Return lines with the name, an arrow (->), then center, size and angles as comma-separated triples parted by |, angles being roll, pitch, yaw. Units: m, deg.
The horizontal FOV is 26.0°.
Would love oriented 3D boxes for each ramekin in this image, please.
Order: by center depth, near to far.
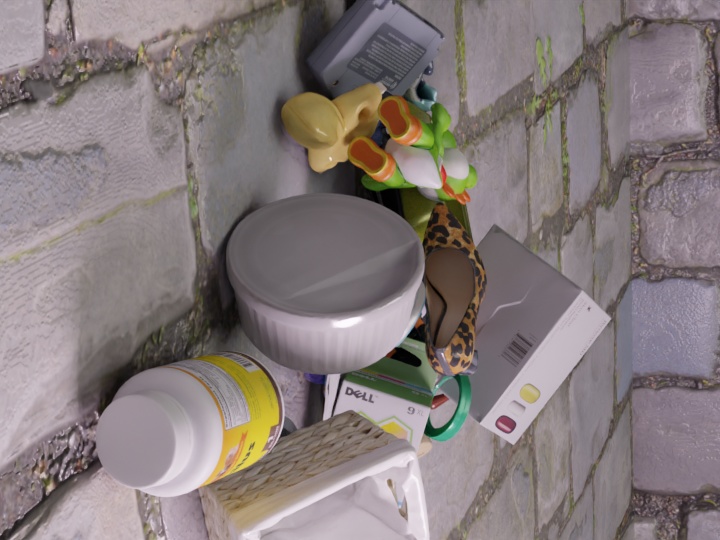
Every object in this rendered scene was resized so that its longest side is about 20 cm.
ramekin -> -0.036, 0.018, 1.562 | 0.203, 0.200, 0.095 | -62, 159, -50

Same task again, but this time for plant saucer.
plant saucer -> 0.093, -0.093, 1.918 | 0.200, 0.047, 0.202 | 56, 22, -55

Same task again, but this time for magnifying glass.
magnifying glass -> 0.104, 0.104, 1.840 | 0.022, 0.079, 0.202 | 22, 60, -32

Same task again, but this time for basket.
basket -> -0.049, 0.238, 1.520 | 0.198, 0.123, 0.137 | -22, 120, -24

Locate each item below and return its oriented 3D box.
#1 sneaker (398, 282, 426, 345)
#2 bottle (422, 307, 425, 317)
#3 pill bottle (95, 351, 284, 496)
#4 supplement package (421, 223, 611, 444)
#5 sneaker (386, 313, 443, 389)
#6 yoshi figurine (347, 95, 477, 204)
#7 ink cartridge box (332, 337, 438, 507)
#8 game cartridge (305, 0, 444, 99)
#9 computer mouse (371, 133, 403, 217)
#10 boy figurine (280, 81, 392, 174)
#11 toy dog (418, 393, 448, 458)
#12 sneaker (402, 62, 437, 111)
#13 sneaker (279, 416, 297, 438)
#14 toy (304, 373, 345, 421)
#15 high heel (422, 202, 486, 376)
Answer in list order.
sneaker -> 0.000, 0.000, 1.728 | 0.080, 0.130, 0.201 | -53, -161, 20
bottle -> 0.089, 0.010, 2.076 | 0.201, 0.065, 0.084 | 71, 30, -46
pill bottle -> -0.150, 0.134, 1.367 | 0.200, 0.108, 0.111 | -10, 101, -69
supplement package -> 0.175, 0.079, 1.904 | 0.201, 0.155, 0.111 | -53, 147, 2
sneaker -> 0.039, 0.067, 1.847 | 0.090, 0.070, 0.201 | 38, 14, -32
yoshi figurine -> 0.060, -0.136, 1.761 | 0.199, 0.111, 0.113 | 22, 69, -57
ink cartridge box -> 0.020, 0.174, 1.759 | 0.059, 0.103, 0.202 | -62, 169, -77
game cartridge -> 0.015, -0.246, 1.779 | 0.134, 0.040, 0.200 | -52, 158, 9
computer mouse -> 0.031, -0.072, 1.909 | 0.140, 0.046, 0.202 | 9, 66, -60
boy figurine -> -0.023, -0.157, 1.728 | 0.125, 0.064, 0.199 | -53, 159, 24
toy dog -> 0.052, 0.162, 1.895 | 0.133, 0.096, 0.200 | 58, 6, 6
sneaker -> 0.048, -0.272, 1.900 | 0.201, 0.085, 0.078 | 71, 28, -46
sneaker -> -0.085, 0.223, 1.635 | 0.071, 0.072, 0.202 | -74, 167, -55
toy -> -0.035, 0.089, 1.759 | 0.200, 0.047, 0.116 | -59, 158, -67
high heel -> 0.094, 0.016, 1.712 | 0.142, 0.071, 0.202 | 20, 61, -74
